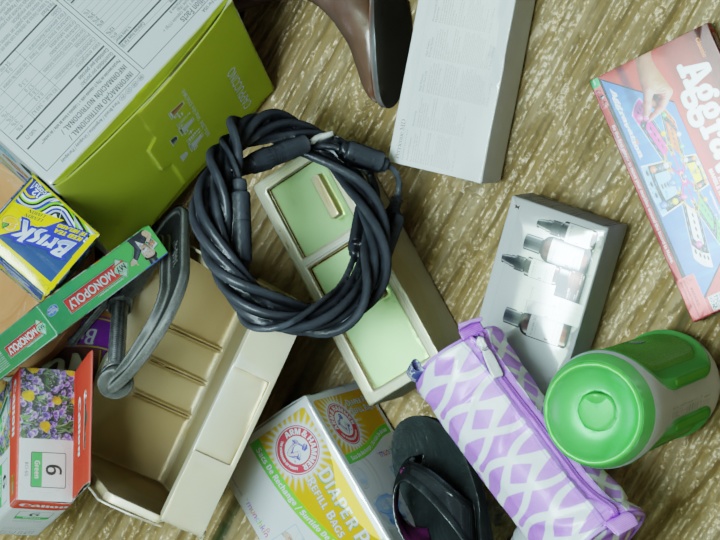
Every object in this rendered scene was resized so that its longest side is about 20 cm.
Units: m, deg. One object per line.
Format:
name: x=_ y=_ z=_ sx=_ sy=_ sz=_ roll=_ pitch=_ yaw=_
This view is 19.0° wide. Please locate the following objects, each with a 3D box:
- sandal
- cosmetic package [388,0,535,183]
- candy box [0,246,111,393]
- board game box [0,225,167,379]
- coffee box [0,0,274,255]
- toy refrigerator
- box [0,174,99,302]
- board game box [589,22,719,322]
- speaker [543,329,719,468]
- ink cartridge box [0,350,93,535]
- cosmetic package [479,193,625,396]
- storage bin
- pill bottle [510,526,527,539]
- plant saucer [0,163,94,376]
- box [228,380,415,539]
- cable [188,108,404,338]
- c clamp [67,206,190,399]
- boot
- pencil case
sandal: x=0.061 y=0.195 z=1.624 sx=0.075 sy=0.048 sz=0.201 roll=-40 pitch=55 yaw=34
cosmetic package: x=0.084 y=-0.174 z=1.673 sx=0.082 sy=0.051 sz=0.201 roll=15 pitch=99 yaw=21
candy box: x=-0.239 y=0.062 z=1.835 sx=0.116 sy=0.056 sz=0.201 roll=20 pitch=103 yaw=22
board game box: x=-0.248 y=0.045 z=1.670 sx=0.029 sy=0.135 sz=0.200 roll=53 pitch=135 yaw=-3
coffee box: x=-0.214 y=-0.163 z=1.696 sx=0.198 sy=0.200 sz=0.200 roll=40 pitch=83 yaw=17
toy refrigerator: x=0.000 y=0.000 z=1.714 sx=0.076 sy=0.070 sz=0.201 roll=-31 pitch=80 yaw=23
box: x=-0.250 y=-0.021 z=1.670 sx=0.070 sy=0.200 sz=0.064 roll=41 pitch=81 yaw=-5
board game box: x=0.257 y=-0.073 z=1.620 sx=0.103 sy=0.019 sz=0.201 roll=-26 pitch=83 yaw=23
speaker: x=0.199 y=0.091 z=1.558 sx=0.088 sy=0.200 sz=0.089 roll=2 pitch=94 yaw=24
ink cartridge box: x=-0.257 y=0.138 z=1.712 sx=0.200 sy=0.050 sz=0.110 roll=138 pitch=134 yaw=-64
cosmetic package: x=0.133 y=0.049 z=1.659 sx=0.082 sy=0.051 sz=0.201 roll=20 pitch=102 yaw=24
storage bin: x=-0.137 y=0.089 z=1.688 sx=0.093 sy=0.198 sz=0.201 roll=26 pitch=89 yaw=-17
pill bottle: x=0.126 y=0.285 z=1.653 sx=0.114 sy=0.114 sz=0.201 roll=33 pitch=107 yaw=19
plant saucer: x=-0.315 y=-0.009 z=1.821 sx=0.199 sy=0.032 sz=0.201 roll=2 pitch=94 yaw=26
box: x=-0.008 y=0.200 z=1.709 sx=0.101 sy=0.112 sz=0.200 roll=-36 pitch=78 yaw=24
cable: x=-0.049 y=-0.037 z=1.609 sx=0.163 sy=0.200 sz=0.051 roll=33 pitch=141 yaw=-12
c clamp: x=-0.176 y=0.035 z=1.688 sx=0.027 sy=0.200 sz=0.171 roll=31 pitch=106 yaw=-18
boot: x=-0.064 y=-0.213 z=1.736 sx=0.199 sy=0.064 sz=0.187 roll=-5 pitch=92 yaw=28
pencil case: x=0.124 y=0.128 z=1.576 sx=0.200 sy=0.084 sz=0.086 roll=52 pitch=141 yaw=19
